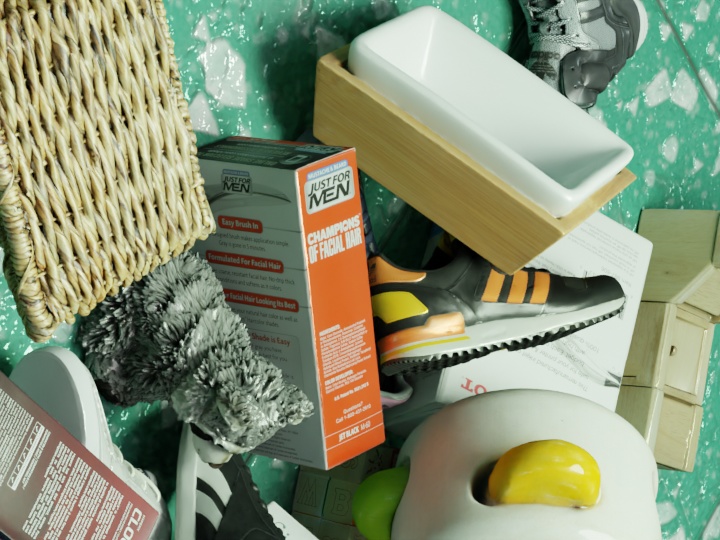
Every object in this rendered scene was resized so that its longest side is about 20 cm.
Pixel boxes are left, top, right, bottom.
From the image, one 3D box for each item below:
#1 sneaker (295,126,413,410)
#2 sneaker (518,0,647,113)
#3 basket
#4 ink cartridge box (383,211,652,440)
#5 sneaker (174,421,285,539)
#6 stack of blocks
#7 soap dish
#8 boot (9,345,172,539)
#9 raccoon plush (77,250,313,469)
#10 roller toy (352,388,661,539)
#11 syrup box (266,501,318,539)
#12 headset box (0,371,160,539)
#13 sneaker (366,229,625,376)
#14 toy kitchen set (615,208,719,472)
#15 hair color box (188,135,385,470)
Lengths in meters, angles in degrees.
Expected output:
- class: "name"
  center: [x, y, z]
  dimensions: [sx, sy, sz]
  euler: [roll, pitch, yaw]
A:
- class: "sneaker"
  center: [0.000, 0.000, 1.645]
  dimensions: [0.070, 0.082, 0.201]
  euler: [-23, 113, -43]
- class: "sneaker"
  center: [0.141, -0.187, 1.775]
  dimensions: [0.200, 0.075, 0.114]
  euler: [44, 61, -45]
- class: "basket"
  center: [-0.194, -0.084, 1.368]
  dimensions: [0.149, 0.142, 0.201]
  euler: [-34, 124, -39]
- class: "ink cartridge box"
  center: [0.111, 0.045, 1.717]
  dimensions: [0.144, 0.084, 0.201]
  euler: [29, 62, -23]
- class: "sneaker"
  center: [-0.063, 0.171, 1.529]
  dimensions: [0.073, 0.111, 0.200]
  euler: [97, -6, -47]
- class: "stack of blocks"
  center: [0.000, 0.222, 1.700]
  dimensions: [0.115, 0.058, 0.201]
  euler: [17, 84, -48]
- class: "soap dish"
  center: [0.074, -0.087, 1.622]
  dimensions: [0.081, 0.200, 0.157]
  euler: [-60, 168, 27]
- class: "boot"
  center: [-0.167, 0.134, 1.502]
  dimensions: [0.095, 0.073, 0.201]
  euler: [-24, 120, -54]
- class: "raccoon plush"
  center: [-0.103, 0.022, 1.493]
  dimensions: [0.097, 0.134, 0.201]
  euler: [-27, 116, -41]
- class: "roller toy"
  center: [0.112, 0.181, 1.602]
  dimensions: [0.182, 0.200, 0.140]
  euler: [36, 39, -31]
- class: "syrup box"
  center: [-0.098, 0.247, 1.558]
  dimensions: [0.200, 0.079, 0.082]
  euler: [-39, 161, -36]
- class: "headset box"
  center: [-0.222, 0.123, 1.366]
  dimensions: [0.200, 0.148, 0.075]
  euler: [48, 57, -40]
- class: "sneaker"
  center: [0.092, 0.009, 1.622]
  dimensions: [0.200, 0.070, 0.090]
  euler: [-12, 82, -32]
- class: "toy kitchen set"
  center: [0.268, 0.049, 1.878]
  dimensions: [0.163, 0.180, 0.201]
  euler: [20, 77, -47]
- class: "hair color box"
  center: [-0.052, 0.019, 1.570]
  dimensions: [0.064, 0.111, 0.201]
  euler: [-23, 114, -45]
